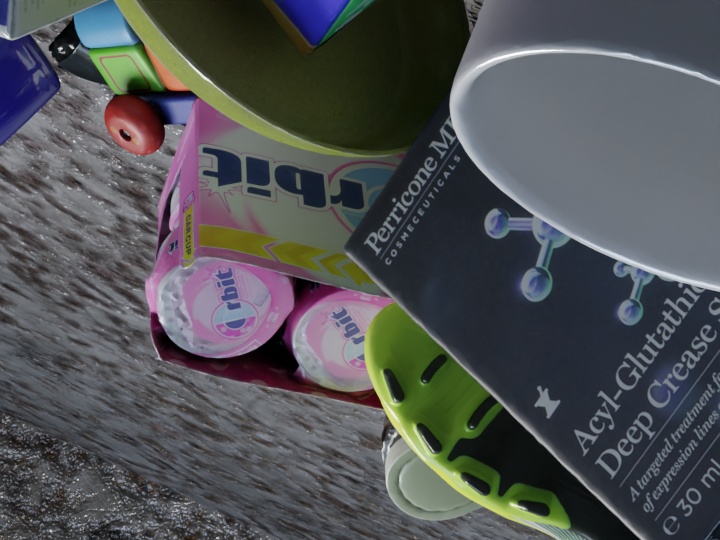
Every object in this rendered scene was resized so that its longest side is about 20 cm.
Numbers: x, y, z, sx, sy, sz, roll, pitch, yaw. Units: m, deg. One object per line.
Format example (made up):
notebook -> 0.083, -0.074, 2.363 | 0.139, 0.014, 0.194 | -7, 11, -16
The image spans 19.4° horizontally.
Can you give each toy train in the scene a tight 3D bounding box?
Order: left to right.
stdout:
toy train -> -0.065, -0.124, 0.995 | 0.199, 0.085, 0.116 | 2, 135, 47

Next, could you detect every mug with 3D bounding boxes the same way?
mug -> 0.141, -0.104, 0.646 | 0.147, 0.177, 0.199 | 34, 158, -30

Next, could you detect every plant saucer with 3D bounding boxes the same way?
plant saucer -> -0.039, -0.126, 0.847 | 0.199, 0.201, 0.031 | 34, 132, -24

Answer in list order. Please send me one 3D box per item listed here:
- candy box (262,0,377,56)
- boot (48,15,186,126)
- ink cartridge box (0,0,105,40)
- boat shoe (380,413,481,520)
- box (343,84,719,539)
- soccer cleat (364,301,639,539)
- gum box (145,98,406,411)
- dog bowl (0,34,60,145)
candy box -> -0.023, -0.188, 0.726 | 0.170, 0.077, 0.200 | 52, 164, 1
boot -> -0.092, -0.084, 1.149 | 0.167, 0.077, 0.201 | 31, -157, -21
ink cartridge box -> -0.161, -0.168, 0.897 | 0.198, 0.041, 0.200 | 22, -151, 23
boat shoe -> 0.102, 0.055, 1.030 | 0.061, 0.199, 0.072 | -100, -14, -56
box -> 0.119, -0.002, 0.804 | 0.200, 0.149, 0.107 | 43, -163, 32
soccer cleat -> 0.079, 0.082, 0.911 | 0.199, 0.065, 0.084 | 34, 175, -11
gum box -> 0.000, 0.000, 0.953 | 0.198, 0.114, 0.066 | 14, 126, -15
dog bowl -> -0.262, -0.154, 1.193 | 0.200, 0.079, 0.200 | 48, 172, 9
